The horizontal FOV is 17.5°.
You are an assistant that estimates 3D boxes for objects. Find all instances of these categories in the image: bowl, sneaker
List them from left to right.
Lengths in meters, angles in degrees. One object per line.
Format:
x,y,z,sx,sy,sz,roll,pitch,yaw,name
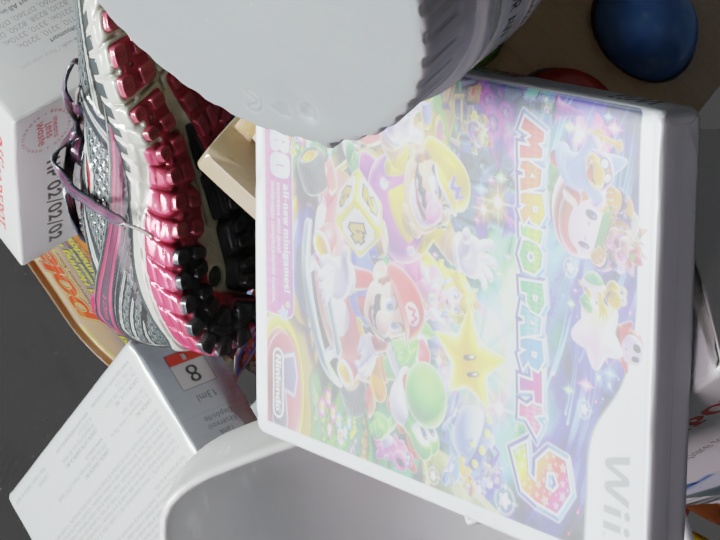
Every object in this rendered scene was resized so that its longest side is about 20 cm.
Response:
-0.096,-0.060,0.970,0.074,0.081,0.201,5,109,36,sneaker
0.034,0.125,0.927,0.199,0.075,0.201,-15,114,5,bowl

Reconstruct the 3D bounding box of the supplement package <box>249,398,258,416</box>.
-0.014,0.139,1.179,0.111,0.156,0.200,49,149,-14,supplement package

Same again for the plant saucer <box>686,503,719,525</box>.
0.160,0.050,0.986,0.200,0.037,0.200,28,148,19,plant saucer

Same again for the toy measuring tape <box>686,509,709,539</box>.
0.120,0.125,1.055,0.073,0.074,0.200,37,178,6,toy measuring tape

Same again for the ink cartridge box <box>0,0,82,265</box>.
-0.164,-0.087,1.082,0.200,0.068,0.115,48,155,24,ink cartridge box

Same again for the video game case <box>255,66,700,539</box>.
0.029,0.006,0.743,0.200,0.018,0.144,17,111,51,video game case

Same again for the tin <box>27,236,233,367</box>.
-0.136,-0.014,1.235,0.112,0.042,0.200,1,132,43,tin

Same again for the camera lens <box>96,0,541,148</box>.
0.015,-0.157,0.709,0.160,0.200,0.160,29,148,20,camera lens

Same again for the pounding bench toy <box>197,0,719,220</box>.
0.016,-0.092,0.870,0.200,0.124,0.156,42,150,-2,pounding bench toy

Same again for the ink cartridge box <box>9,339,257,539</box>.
-0.072,0.145,1.079,0.200,0.050,0.162,56,139,13,ink cartridge box

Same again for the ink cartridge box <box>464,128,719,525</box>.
0.141,0.019,0.784,0.146,0.199,0.086,-39,60,51,ink cartridge box

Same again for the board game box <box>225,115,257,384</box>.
0.000,0.000,1.017,0.157,0.039,0.201,9,130,8,board game box
